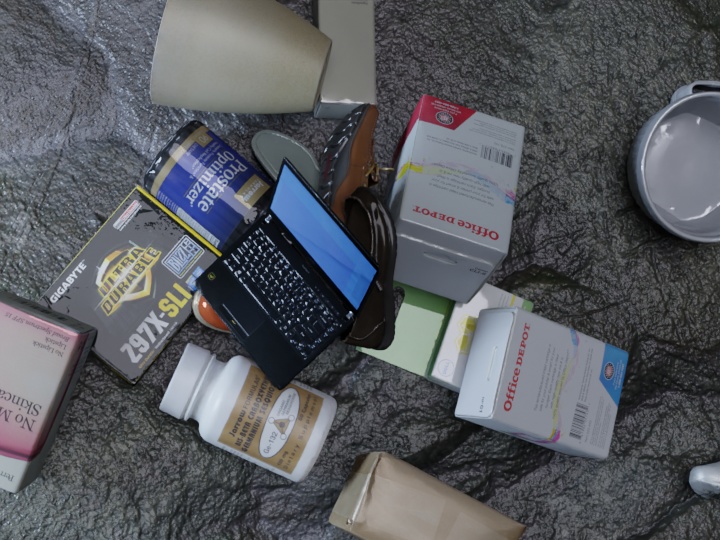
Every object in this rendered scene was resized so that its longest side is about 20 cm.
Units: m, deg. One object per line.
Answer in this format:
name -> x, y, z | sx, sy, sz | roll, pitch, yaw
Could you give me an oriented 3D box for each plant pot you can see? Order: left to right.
plant pot -> -0.142, -0.272, 1.492 | 0.198, 0.187, 0.189 | 17, 77, -1

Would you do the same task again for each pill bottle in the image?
pill bottle -> -0.167, -0.088, 1.501 | 0.200, 0.112, 0.112 | 39, 75, -1
pill bottle -> -0.139, 0.170, 1.458 | 0.199, 0.114, 0.115 | 25, 76, -5

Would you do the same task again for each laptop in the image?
laptop -> -0.091, 0.008, 1.380 | 0.200, 0.103, 0.177 | -43, 75, 6

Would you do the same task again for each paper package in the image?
paper package -> 0.075, 0.307, 1.433 | 0.199, 0.191, 0.104 | 28, 78, -4

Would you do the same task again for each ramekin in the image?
ramekin -> 0.461, -0.140, 1.615 | 0.198, 0.105, 0.202 | -1, 95, -6

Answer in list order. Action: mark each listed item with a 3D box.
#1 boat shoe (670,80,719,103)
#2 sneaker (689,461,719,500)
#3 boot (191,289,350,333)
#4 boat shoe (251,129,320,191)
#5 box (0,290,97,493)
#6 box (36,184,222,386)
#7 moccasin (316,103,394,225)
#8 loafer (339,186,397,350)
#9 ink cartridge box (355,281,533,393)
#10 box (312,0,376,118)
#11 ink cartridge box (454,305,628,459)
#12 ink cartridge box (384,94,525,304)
boat shoe -> 0.546, -0.231, 1.686 | 0.198, 0.069, 0.073 | 17, 77, -7
sneaker -> 0.527, 0.258, 1.597 | 0.198, 0.078, 0.100 | 1, 73, -20
boot -> -0.107, 0.049, 1.474 | 0.198, 0.107, 0.076 | 5, 93, -18
boat shoe -> -0.069, -0.101, 1.549 | 0.200, 0.060, 0.076 | 43, 55, 1
box -> -0.412, 0.139, 1.390 | 0.127, 0.109, 0.201 | 22, 90, -3
box -> -0.285, 0.020, 1.493 | 0.159, 0.049, 0.200 | 40, 75, -3
moccasin -> -0.007, -0.122, 1.508 | 0.077, 0.073, 0.203 | 27, 56, -28
loafer -> 0.000, 0.000, 1.424 | 0.071, 0.073, 0.202 | -7, 94, -29
ink cartridge box -> 0.112, 0.074, 1.559 | 0.199, 0.048, 0.147 | 23, 77, -8
box -> -0.023, -0.309, 1.593 | 0.081, 0.068, 0.202 | 2, 80, -10
ink cartridge box -> 0.233, 0.145, 1.516 | 0.199, 0.084, 0.146 | 22, 76, -29
ink cartridge box -> 0.110, -0.089, 1.512 | 0.144, 0.145, 0.201 | 18, 58, -8
